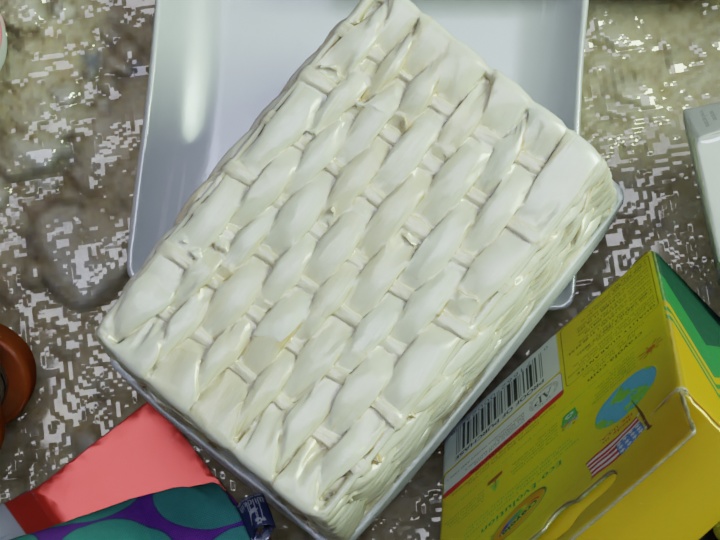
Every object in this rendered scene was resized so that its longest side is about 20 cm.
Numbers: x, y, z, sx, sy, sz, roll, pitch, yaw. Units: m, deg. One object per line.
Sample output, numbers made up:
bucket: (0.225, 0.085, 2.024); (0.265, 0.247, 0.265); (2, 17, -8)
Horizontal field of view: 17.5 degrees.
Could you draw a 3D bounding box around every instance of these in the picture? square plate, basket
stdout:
square plate: (0.002, -0.083, 1.051); (0.197, 0.028, 0.201); (4, 76, 3)
basket: (0.000, 0.000, 0.953); (0.135, 0.123, 0.200); (38, 88, 6)

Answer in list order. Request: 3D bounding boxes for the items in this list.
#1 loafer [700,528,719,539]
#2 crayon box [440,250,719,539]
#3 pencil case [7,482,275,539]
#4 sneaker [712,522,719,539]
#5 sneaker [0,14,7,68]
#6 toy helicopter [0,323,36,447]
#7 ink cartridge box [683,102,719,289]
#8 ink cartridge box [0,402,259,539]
loafer: (0.127, 0.155, 0.962); (0.071, 0.073, 0.201); (20, 78, 9)
crayon box: (0.089, 0.078, 0.904); (0.127, 0.200, 0.051); (-43, 100, 15)
pencil case: (-0.127, 0.151, 0.932); (0.199, 0.085, 0.092); (-18, 39, -16)
sneaker: (0.235, 0.087, 0.967); (0.200, 0.074, 0.082); (-31, 95, -24)
sneaker: (-0.233, -0.055, 1.017); (0.075, 0.105, 0.201); (33, 81, 8)
toy helicopter: (-0.220, -0.002, 0.978); (0.132, 0.079, 0.201); (-7, 109, 8)
ink cartridge box: (0.245, -0.030, 0.975); (0.199, 0.067, 0.118); (-12, 103, 7)
ink cartridge box: (-0.124, 0.171, 0.985); (0.200, 0.057, 0.163); (-39, 77, -2)
